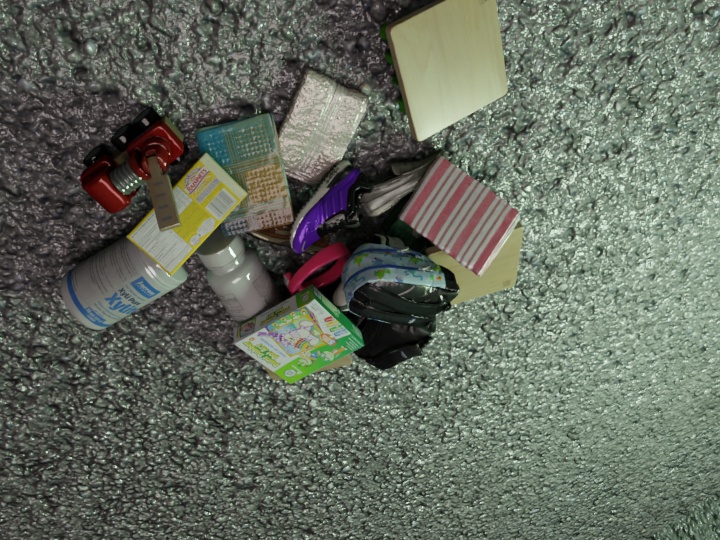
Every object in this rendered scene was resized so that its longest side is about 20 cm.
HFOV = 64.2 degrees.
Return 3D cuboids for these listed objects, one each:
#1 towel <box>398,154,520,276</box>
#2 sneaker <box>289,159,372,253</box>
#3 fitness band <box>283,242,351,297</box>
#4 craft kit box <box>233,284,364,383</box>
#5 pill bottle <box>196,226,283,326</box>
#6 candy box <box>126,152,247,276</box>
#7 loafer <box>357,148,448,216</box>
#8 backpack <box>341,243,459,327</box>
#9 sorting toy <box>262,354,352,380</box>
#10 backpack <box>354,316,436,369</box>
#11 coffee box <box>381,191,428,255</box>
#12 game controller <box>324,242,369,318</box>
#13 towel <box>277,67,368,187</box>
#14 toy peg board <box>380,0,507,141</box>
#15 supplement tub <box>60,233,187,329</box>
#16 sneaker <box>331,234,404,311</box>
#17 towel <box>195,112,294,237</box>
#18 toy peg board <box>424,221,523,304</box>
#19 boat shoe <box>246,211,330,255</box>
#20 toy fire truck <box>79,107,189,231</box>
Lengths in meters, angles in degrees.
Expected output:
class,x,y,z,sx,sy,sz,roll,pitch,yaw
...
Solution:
class,x,y,z,sx,sy,sz,roll,pitch,yaw
towel,0.188,-0.103,1.094,0.199,0.030,0.147,36,89,1
sneaker,-0.049,-0.103,1.080,0.099,0.070,0.201,35,89,13
fitness band,-0.084,0.005,1.164,0.142,0.038,0.200,-29,168,-10
craft kit box,-0.123,0.137,1.180,0.195,0.049,0.200,-27,136,17
pill bottle,-0.244,0.015,1.155,0.113,0.115,0.202,-22,128,2
candy box,-0.303,-0.099,1.013,0.102,0.026,0.200,44,85,-13
loafer,0.082,-0.183,1.125,0.199,0.070,0.070,-34,105,-3
backpack,0.058,0.031,1.091,0.197,0.156,0.163,-4,152,-32
sorting toy,-0.140,0.141,1.284,0.197,0.070,0.200,-13,130,12
backpack,0.064,0.128,1.277,0.166,0.127,0.200,39,133,-1
coffee box,0.154,-0.086,1.229,0.198,0.044,0.123,27,115,-28
game controller,0.001,0.027,1.281,0.103,0.042,0.201,17,120,-41
towel,-0.083,-0.255,1.054,0.131,0.035,0.202,17,119,-25
toy peg board,0.136,-0.371,0.999,0.197,0.098,0.202,-30,129,-10
supplement tub,-0.447,0.013,1.092,0.198,0.133,0.133,-28,127,8
sneaker,0.000,0.000,1.181,0.201,0.074,0.080,-50,143,16
towel,-0.207,-0.171,1.045,0.144,0.022,0.203,-11,108,1
toy peg board,0.224,-0.034,1.213,0.197,0.099,0.200,-16,143,-2
boat shoe,-0.150,-0.084,1.144,0.197,0.075,0.075,16,89,-26
toy fire truck,-0.369,-0.146,0.954,0.175,0.201,0.129,-32,126,10
